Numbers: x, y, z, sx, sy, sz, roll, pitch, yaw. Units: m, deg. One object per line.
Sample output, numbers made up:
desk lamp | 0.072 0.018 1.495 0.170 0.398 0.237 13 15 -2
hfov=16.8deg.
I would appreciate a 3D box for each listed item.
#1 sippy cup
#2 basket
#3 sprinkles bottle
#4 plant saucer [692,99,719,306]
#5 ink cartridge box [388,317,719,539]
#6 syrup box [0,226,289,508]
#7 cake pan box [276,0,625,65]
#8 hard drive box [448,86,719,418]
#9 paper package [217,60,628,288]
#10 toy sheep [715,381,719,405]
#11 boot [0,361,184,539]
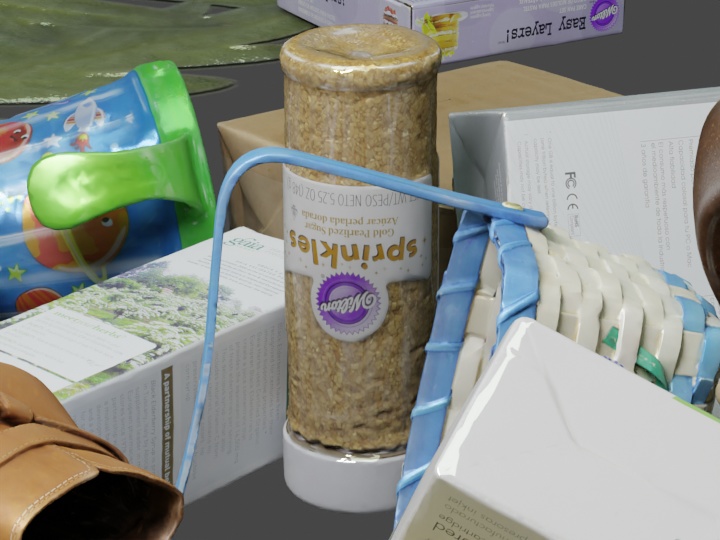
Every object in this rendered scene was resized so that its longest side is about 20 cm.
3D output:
sippy cup | -0.142 -0.025 1.193 0.130 0.178 0.140 -12 49 -10
basket | 0.033 0.051 0.938 0.199 0.177 0.139 8 13 -3
sprinkles bottle | 0.000 0.000 1.028 0.068 0.201 0.068 0 21 0
plant saucer | 0.192 0.017 0.870 0.034 0.201 0.200 -45 41 -19
ink cartridge box | 0.062 0.112 0.790 0.117 0.200 0.067 28 57 4
syrup box | -0.090 0.051 1.061 0.079 0.082 0.200 19 28 36
cake pan box | 0.060 -0.202 1.748 0.184 0.053 0.200 -11 24 -31
hard drive box | 0.149 -0.002 1.082 0.199 0.157 0.077 -6 5 -16
paper package | 0.057 -0.026 1.229 0.200 0.104 0.190 -17 26 -35
toy sheep | 0.191 0.109 0.814 0.138 0.200 0.138 -36 -5 -4
boot | -0.174 0.075 0.856 0.155 0.077 0.200 25 16 35
